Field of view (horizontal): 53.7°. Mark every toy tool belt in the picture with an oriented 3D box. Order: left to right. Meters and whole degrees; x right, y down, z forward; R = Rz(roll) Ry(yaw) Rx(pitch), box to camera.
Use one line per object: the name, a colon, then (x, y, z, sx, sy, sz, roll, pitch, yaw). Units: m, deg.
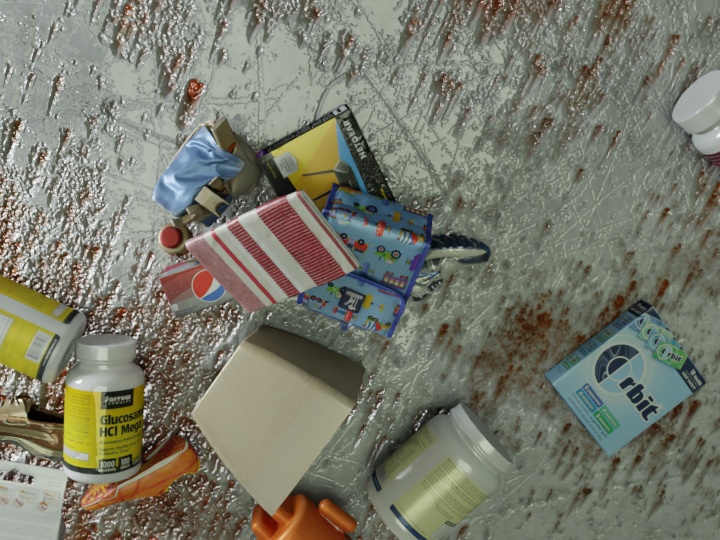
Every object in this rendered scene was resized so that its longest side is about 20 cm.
toy tool belt: (-0.228, -0.113, 0.976, 0.125, 0.123, 0.200, 35, 89, 9)

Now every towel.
towel: (-0.118, -0.023, 0.954, 0.199, 0.023, 0.144, -21, 125, 27)

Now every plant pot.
plant pot: (-0.126, 0.194, 1.045, 0.177, 0.200, 0.200, 36, 98, -1)

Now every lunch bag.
lunch bag: (0.000, 0.000, 1.010, 0.150, 0.094, 0.201, 18, 122, -2)

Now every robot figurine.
robot figurine: (-0.088, 0.442, 1.139, 0.200, 0.116, 0.144, 46, 56, -13)

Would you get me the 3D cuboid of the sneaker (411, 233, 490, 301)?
sneaker: (0.098, -0.002, 1.077, 0.199, 0.077, 0.086, -8, 108, 7)

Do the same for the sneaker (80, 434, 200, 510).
sneaker: (-0.345, 0.335, 1.117, 0.199, 0.073, 0.077, -24, 118, 6)

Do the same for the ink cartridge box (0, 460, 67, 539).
ink cartridge box: (-0.551, 0.391, 1.129, 0.159, 0.047, 0.201, 11, 97, -7)

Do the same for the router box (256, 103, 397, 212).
router box: (-0.038, -0.114, 1.030, 0.149, 0.051, 0.201, -28, 114, 3)

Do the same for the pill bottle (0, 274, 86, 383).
pill bottle: (-0.509, 0.072, 1.018, 0.199, 0.112, 0.112, 28, 100, -10)

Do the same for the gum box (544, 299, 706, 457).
gum box: (0.430, 0.176, 1.155, 0.200, 0.045, 0.170, -38, 103, 4)

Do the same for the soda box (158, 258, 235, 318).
soda box: (-0.189, 0.002, 1.053, 0.199, 0.063, 0.070, -18, 106, -1)

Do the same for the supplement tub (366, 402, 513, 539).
supplement tub: (0.124, 0.319, 1.112, 0.200, 0.145, 0.145, -43, 103, 6)

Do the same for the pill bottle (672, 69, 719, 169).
pill bottle: (0.565, -0.195, 1.046, 0.200, 0.110, 0.110, 35, 98, -12)

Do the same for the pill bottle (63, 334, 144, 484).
pill bottle: (-0.379, 0.201, 1.055, 0.112, 0.112, 0.201, 3, 97, -5)

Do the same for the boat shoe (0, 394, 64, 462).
boat shoe: (-0.521, 0.220, 1.077, 0.199, 0.076, 0.072, 26, 96, -19)
